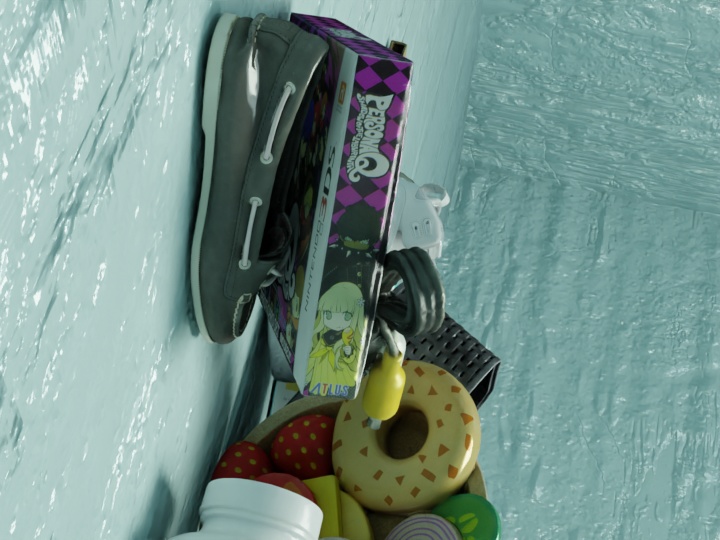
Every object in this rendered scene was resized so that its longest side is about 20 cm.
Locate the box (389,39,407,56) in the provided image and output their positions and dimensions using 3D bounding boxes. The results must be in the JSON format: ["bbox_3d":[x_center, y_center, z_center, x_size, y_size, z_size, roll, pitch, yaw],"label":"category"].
[{"bbox_3d":[0.020,-0.121,1.381,0.200,0.021,0.164,92,11,-54],"label":"box"}]

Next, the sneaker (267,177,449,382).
[{"bbox_3d":[0.000,0.000,0.970,0.075,0.114,0.201,91,12,-58],"label":"sneaker"}]

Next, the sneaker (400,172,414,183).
[{"bbox_3d":[-0.002,-0.005,1.130,0.074,0.079,0.201,85,18,-75],"label":"sneaker"}]

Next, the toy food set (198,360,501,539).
[{"bbox_3d":[-0.012,0.158,0.801,0.049,0.199,0.199,63,18,-54],"label":"toy food set"}]

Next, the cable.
[{"bbox_3d":[0.017,0.019,0.731,0.200,0.050,0.098,123,-41,-62],"label":"cable"}]

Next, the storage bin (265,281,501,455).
[{"bbox_3d":[0.003,0.120,0.940,0.200,0.094,0.135,-47,167,-11],"label":"storage bin"}]

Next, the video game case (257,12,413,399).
[{"bbox_3d":[-0.023,-0.047,0.738,0.200,0.036,0.182,-125,-137,-68],"label":"video game case"}]

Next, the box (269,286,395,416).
[{"bbox_3d":[-0.025,0.084,1.056,0.049,0.082,0.201,-12,114,-84],"label":"box"}]

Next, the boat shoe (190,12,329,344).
[{"bbox_3d":[-0.053,-0.037,0.674,0.067,0.057,0.201,-71,170,-54],"label":"boat shoe"}]

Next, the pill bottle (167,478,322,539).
[{"bbox_3d":[-0.076,0.218,0.688,0.111,0.110,0.201,90,12,-63],"label":"pill bottle"}]
